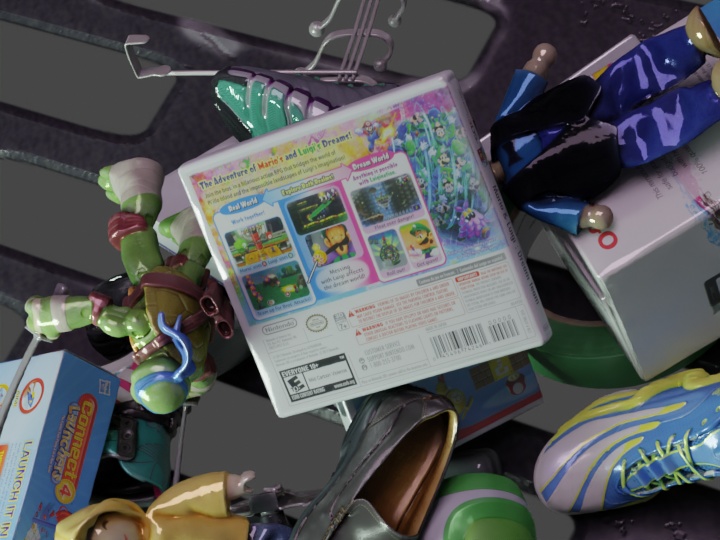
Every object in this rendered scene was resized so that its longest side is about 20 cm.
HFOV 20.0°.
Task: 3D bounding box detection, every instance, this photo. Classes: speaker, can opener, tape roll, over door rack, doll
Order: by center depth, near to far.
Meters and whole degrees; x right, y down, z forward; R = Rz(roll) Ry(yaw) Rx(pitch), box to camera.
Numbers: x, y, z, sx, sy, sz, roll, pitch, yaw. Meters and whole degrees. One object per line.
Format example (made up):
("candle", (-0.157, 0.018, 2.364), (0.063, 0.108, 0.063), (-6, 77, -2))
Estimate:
("doll", (0.139, -0.091, 1.290), (0.200, 0.048, 0.137), (-28, 63, 14))
("speaker", (0.083, 0.236, 1.320), (0.088, 0.089, 0.201), (-15, 55, 11))
("can opener", (0.002, 0.170, 1.429), (0.199, 0.053, 0.067), (-8, 91, 15))
("tape roll", (0.180, -0.014, 1.466), (0.200, 0.048, 0.201), (-10, 56, 15))
("over door rack", (-0.073, -0.182, 1.624), (0.199, 0.067, 0.148), (10, 40, 5))

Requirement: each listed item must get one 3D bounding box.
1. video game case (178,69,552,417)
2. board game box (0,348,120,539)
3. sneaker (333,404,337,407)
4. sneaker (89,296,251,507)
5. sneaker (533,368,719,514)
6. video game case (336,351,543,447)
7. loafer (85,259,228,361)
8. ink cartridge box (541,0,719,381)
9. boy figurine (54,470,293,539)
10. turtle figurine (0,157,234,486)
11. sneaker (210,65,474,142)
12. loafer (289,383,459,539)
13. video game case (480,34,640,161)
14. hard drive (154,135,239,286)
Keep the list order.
("video game case", (0.001, -0.013, 1.308), (0.199, 0.183, 0.024), (-17, 11, 25))
("board game box", (-0.276, 0.168, 1.469), (0.195, 0.056, 0.201), (-11, 58, 44))
("sneaker", (0.000, 0.000, 1.445), (0.075, 0.114, 0.201), (-13, 86, -24))
("sneaker", (-0.147, 0.108, 1.492), (0.200, 0.084, 0.121), (-30, 48, 11))
("sneaker", (0.207, 0.108, 1.335), (0.199, 0.105, 0.076), (-26, 92, 3))
("video game case", (0.033, 0.027, 1.385), (0.143, 0.201, 0.017), (-25, 12, -22))
("loafer", (-0.117, 0.008, 1.555), (0.200, 0.068, 0.071), (-18, 48, 7))
("ink cartridge box", (0.224, -0.059, 1.358), (0.200, 0.146, 0.147), (-31, 54, 1))
("boy figurine", (-0.106, 0.191, 1.375), (0.199, 0.064, 0.125), (18, 91, -8))
("turtle figurine", (-0.164, 0.036, 1.405), (0.143, 0.200, 0.194), (13, 49, -11))
("sneaker", (-0.014, -0.114, 1.536), (0.200, 0.075, 0.088), (25, 48, 21))
("loafer", (0.005, 0.166, 1.323), (0.072, 0.073, 0.201), (-1, 66, 64))
("video game case", (0.129, -0.109, 1.469), (0.143, 0.200, 0.018), (-35, 89, -2))
("hard drive", (-0.064, -0.067, 1.559), (0.200, 0.025, 0.132), (-34, 45, -29))
